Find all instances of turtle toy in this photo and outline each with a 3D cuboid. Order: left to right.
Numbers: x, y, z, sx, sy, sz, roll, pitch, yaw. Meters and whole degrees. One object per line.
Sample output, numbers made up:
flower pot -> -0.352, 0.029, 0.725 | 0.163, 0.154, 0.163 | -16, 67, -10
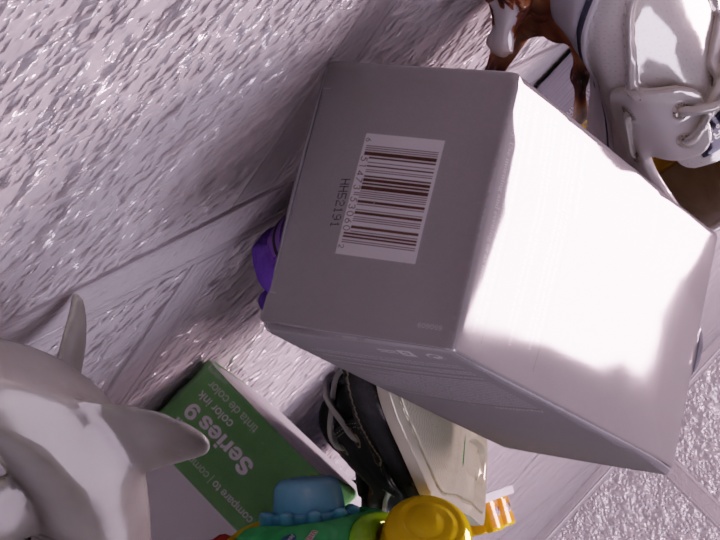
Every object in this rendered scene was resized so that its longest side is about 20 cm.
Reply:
turtle toy -> -0.041, 0.162, 0.960 | 0.200, 0.101, 0.146 | -43, 158, -37

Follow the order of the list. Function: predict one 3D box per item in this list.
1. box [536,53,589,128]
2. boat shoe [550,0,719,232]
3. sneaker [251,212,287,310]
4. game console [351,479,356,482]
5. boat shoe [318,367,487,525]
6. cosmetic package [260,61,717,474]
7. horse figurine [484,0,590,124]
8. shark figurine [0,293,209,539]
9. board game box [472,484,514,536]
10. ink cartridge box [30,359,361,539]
box -> 0.120, -0.064, 1.222 | 0.158, 0.048, 0.200 | -46, 169, 7
boat shoe -> 0.123, -0.075, 0.917 | 0.071, 0.070, 0.200 | -36, 153, -12
sneaker -> 0.000, 0.000, 1.016 | 0.083, 0.081, 0.200 | -32, 160, 6
game console -> -0.018, 0.097, 1.383 | 0.200, 0.116, 0.176 | 24, 81, -79
boat shoe -> 0.012, 0.067, 1.002 | 0.200, 0.067, 0.072 | 65, 31, -68
cosmetic package -> 0.057, 0.003, 0.896 | 0.200, 0.090, 0.107 | 35, 66, -58
horse figurine -> 0.111, -0.117, 0.970 | 0.200, 0.050, 0.133 | -29, 145, -28
shark figurine -> -0.098, 0.055, 0.744 | 0.214, 0.089, 0.128 | 40, 58, -62
board game box -> -0.018, 0.178, 1.421 | 0.200, 0.026, 0.200 | -20, 175, 16
ink cartridge box -> -0.099, 0.147, 1.099 | 0.200, 0.087, 0.145 | -47, 168, -1
